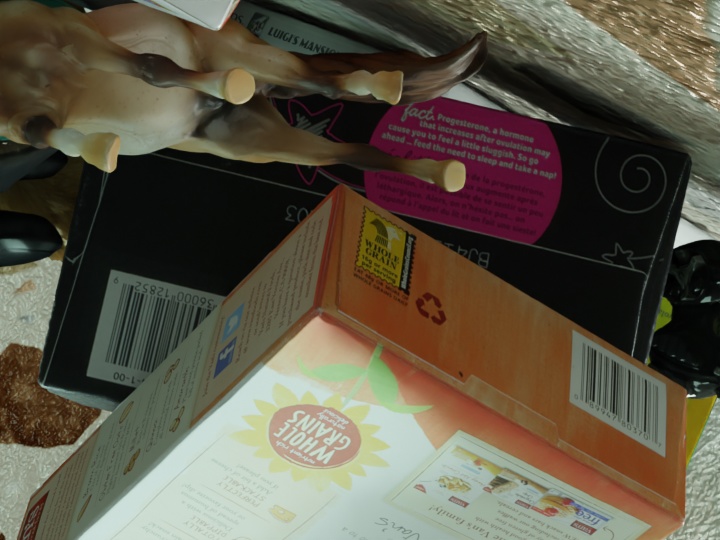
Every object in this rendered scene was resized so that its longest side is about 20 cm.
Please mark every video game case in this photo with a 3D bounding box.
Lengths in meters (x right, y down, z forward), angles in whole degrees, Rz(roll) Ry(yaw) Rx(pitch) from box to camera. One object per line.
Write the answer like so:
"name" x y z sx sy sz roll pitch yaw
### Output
"video game case" 0.043 -0.061 0.924 0.200 0.023 0.182 26 180 -41

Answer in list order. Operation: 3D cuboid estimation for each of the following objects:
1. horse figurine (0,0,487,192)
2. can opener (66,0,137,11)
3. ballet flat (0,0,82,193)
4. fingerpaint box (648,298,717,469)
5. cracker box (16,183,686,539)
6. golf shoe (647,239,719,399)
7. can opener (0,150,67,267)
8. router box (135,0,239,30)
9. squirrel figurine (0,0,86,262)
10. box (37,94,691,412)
"horse figurine" -0.054 -0.055 0.592 0.132 0.050 0.200 19 -165 42
"can opener" -0.142 -0.137 0.739 0.200 0.053 0.066 27 -179 39
"ballet flat" -0.145 -0.035 0.605 0.073 0.073 0.200 27 -154 12
"fingerpaint box" 0.031 0.052 0.835 0.199 0.167 0.073 25 166 1
"cracker box" -0.010 0.076 0.657 0.134 0.200 0.058 30 -139 -20
"golf shoe" 0.197 0.036 0.712 0.094 0.078 0.200 2 -161 -44
"can opener" -0.159 -0.027 0.753 0.078 0.064 0.200 -7 179 -33
"router box" -0.140 -0.138 0.514 0.200 0.049 0.179 27 180 -36
"squirrel figurine" -0.153 -0.088 0.912 0.200 0.142 0.187 42 -174 -5
"box" 0.000 0.000 0.737 0.199 0.133 0.115 13 -178 -1
